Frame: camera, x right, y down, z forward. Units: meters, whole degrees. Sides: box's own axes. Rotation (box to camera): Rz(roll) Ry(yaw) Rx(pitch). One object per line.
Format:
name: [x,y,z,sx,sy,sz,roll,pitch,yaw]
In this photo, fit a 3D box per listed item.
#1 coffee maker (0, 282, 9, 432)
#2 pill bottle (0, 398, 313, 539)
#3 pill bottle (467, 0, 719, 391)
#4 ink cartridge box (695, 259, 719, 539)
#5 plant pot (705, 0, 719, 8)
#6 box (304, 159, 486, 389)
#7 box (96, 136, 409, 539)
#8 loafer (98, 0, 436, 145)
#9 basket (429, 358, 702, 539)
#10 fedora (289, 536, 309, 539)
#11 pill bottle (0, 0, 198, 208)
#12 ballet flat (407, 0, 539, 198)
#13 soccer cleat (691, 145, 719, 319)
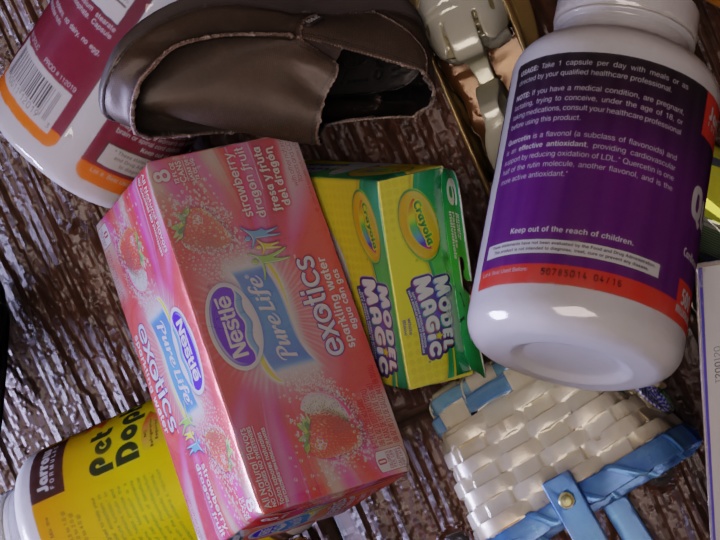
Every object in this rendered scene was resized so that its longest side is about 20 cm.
coffee maker: [-0.314,0.049,1.239,0.198,0.192,0.136,5,109,-7]
pill bottle: [-0.130,0.139,1.233,0.199,0.109,0.110,-25,95,15]
pill bottle: [0.124,-0.047,1.062,0.112,0.113,0.202,9,72,10]
ink cartridge box: [0.270,0.075,1.128,0.198,0.043,0.200,-8,101,-17]
plant pot: [0.278,-0.217,1.049,0.199,0.200,0.185,17,88,8]
box: [0.000,0.000,1.144,0.048,0.200,0.118,-14,100,-30]
box: [-0.061,0.040,1.124,0.094,0.103,0.201,-13,78,-28]
loafer: [-0.042,-0.105,1.098,0.199,0.071,0.073,-13,135,-25]
basket: [0.131,0.132,1.143,0.138,0.176,0.201,-28,84,9]
fedora: [-0.058,0.209,1.184,0.200,0.201,0.082,-25,95,15]
pill bottle: [-0.112,-0.144,1.157,0.114,0.114,0.200,39,109,2]
ballet flat: [0.075,-0.112,1.165,0.068,0.063,0.201,-23,95,15]
soccer cleat: [0.196,-0.045,1.165,0.083,0.065,0.201,-33,88,-14]
